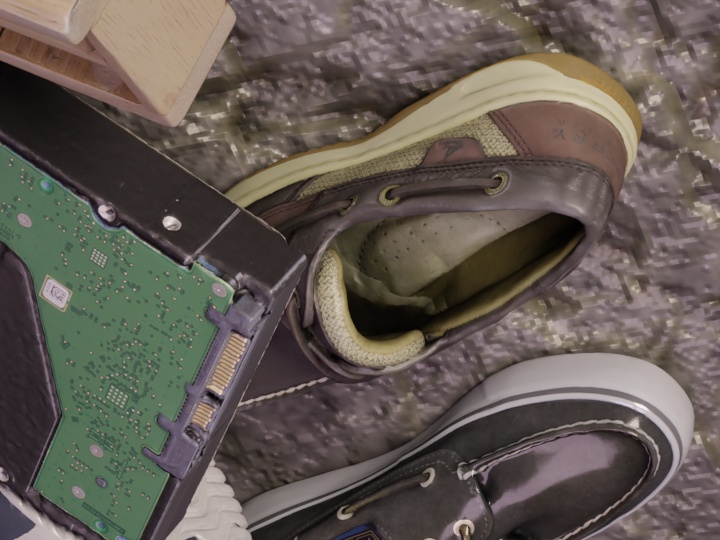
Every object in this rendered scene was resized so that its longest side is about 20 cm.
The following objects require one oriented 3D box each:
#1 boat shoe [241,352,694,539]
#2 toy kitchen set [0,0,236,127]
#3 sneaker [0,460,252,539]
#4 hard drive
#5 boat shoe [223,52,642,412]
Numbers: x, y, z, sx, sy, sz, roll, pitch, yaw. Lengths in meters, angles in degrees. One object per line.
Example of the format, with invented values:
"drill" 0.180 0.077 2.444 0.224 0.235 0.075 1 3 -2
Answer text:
"boat shoe" 0.028 0.091 0.989 0.200 0.057 0.069 -27 119 33
"toy kitchen set" -0.176 -0.045 0.745 0.180 0.200 0.163 22 168 24
"sneaker" -0.141 0.091 1.021 0.199 0.080 0.130 23 134 -3
"hard drive" -0.125 -0.007 0.923 0.200 0.038 0.140 34 134 9
"boat shoe" 0.001 0.000 0.911 0.201 0.066 0.072 -29 118 34
